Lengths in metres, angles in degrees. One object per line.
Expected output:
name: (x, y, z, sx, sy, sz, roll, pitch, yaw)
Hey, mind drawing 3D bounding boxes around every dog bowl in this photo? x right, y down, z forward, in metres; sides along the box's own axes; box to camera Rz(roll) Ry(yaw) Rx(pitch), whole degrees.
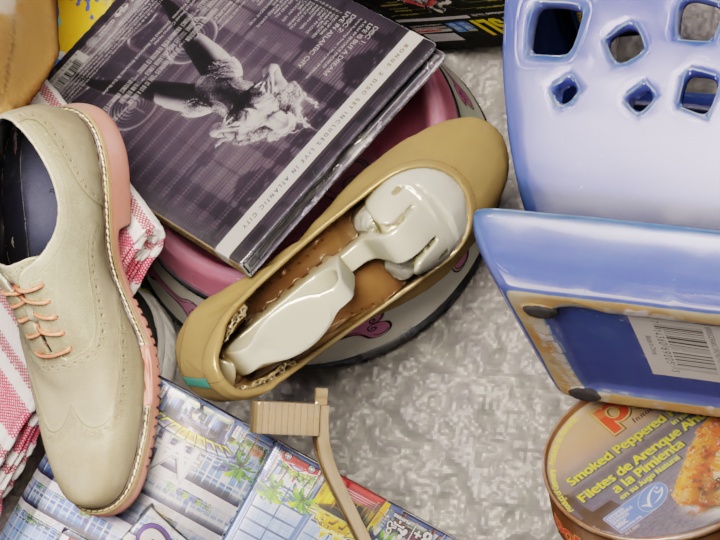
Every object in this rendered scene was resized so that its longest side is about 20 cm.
dog bowl: (-0.031, -0.053, 1.561, 0.200, 0.074, 0.201, -5, 66, 11)

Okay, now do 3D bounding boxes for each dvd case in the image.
dvd case: (-0.071, -0.091, 1.521, 0.149, 0.016, 0.200, -49, 47, -12)

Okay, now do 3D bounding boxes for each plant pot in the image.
plant pot: (0.163, -0.039, 1.377, 0.200, 0.200, 0.180, 7, 69, 18)

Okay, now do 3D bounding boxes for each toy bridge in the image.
toy bridge: (-0.023, 0.156, 1.437, 0.067, 0.027, 0.200, 3, 89, -8)

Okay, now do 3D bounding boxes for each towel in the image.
towel: (-0.181, 0.013, 1.532, 0.200, 0.030, 0.146, -56, 50, 20)

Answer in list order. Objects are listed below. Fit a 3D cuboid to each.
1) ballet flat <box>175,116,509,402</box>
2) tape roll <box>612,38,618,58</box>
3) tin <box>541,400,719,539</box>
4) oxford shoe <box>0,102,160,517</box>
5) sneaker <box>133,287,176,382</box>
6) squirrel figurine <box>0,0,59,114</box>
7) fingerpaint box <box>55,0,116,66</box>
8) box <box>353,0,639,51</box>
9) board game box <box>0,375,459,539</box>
ballet flat: (0.000, 0.000, 1.460, 0.200, 0.063, 0.069, -40, 104, -7)
tape roll: (0.193, -0.118, 1.540, 0.200, 0.048, 0.201, -6, 68, 15)
tin: (0.176, 0.075, 1.435, 0.200, 0.042, 0.112, -33, 49, -22)
oxford shoe: (-0.147, 0.019, 1.430, 0.071, 0.074, 0.200, -14, 83, 31)
sneaker: (-0.136, 0.093, 1.541, 0.074, 0.085, 0.200, -12, 67, 14)
squirrel figurine: (-0.239, -0.126, 1.553, 0.187, 0.142, 0.200, -36, 13, 41)
fingerpaint box: (-0.208, -0.115, 1.649, 0.167, 0.073, 0.200, 17, 78, 23)
box: (0.042, -0.167, 1.496, 0.200, 0.160, 0.049, 1, 69, 57)
board game box: (-0.086, 0.172, 1.476, 0.200, 0.062, 0.200, 28, 86, -3)
